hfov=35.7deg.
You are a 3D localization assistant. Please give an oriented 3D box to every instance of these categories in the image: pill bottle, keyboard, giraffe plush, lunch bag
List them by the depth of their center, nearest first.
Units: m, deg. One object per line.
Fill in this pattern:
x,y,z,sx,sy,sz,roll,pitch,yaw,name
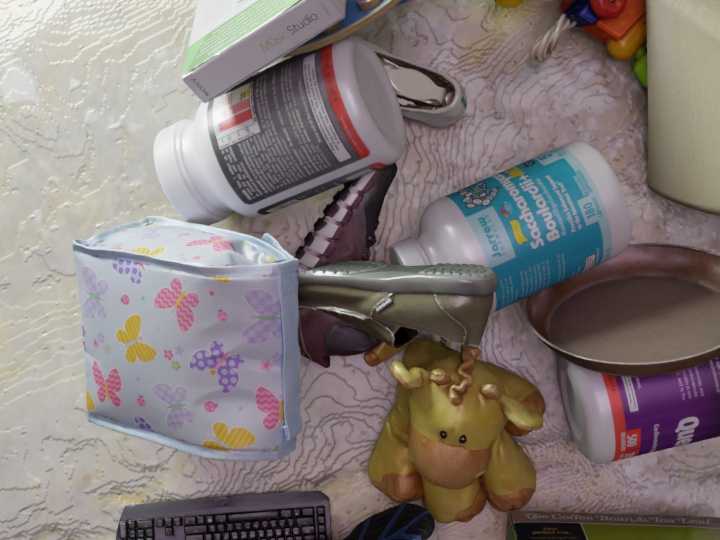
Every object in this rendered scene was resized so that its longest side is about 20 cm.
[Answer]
-0.129,0.055,0.928,0.199,0.127,0.171,10,110,34,lunch bag
0.085,0.126,0.960,0.171,0.162,0.202,-10,89,-1,giraffe plush
-0.071,-0.114,0.963,0.199,0.116,0.117,-20,89,20,pill bottle
0.128,-0.028,0.984,0.199,0.111,0.112,-24,89,-9,pill bottle
0.283,0.097,0.992,0.198,0.112,0.113,-13,89,-1,pill bottle
-0.123,0.272,1.023,0.198,0.021,0.128,-4,88,-1,keyboard

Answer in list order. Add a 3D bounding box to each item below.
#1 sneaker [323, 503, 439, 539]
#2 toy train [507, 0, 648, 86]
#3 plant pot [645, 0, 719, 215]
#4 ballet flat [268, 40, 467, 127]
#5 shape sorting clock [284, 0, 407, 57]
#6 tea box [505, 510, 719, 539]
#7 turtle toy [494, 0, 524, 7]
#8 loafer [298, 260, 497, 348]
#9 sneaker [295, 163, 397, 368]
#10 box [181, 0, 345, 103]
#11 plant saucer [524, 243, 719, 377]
-0.017,0.279,0.981,0.199,0.076,0.077,-21,115,8,sneaker
0.237,-0.212,1.022,0.116,0.085,0.200,44,88,-13,toy train
0.364,-0.141,0.936,0.198,0.177,0.202,-8,115,-2,plant pot
0.003,-0.179,1.017,0.198,0.069,0.070,14,88,-1,ballet flat
-0.023,-0.251,0.967,0.199,0.200,0.039,-32,122,-2,shape sorting clock
0.228,0.306,0.931,0.198,0.197,0.135,2,108,-1,tea box
0.138,-0.345,0.999,0.200,0.146,0.101,-46,56,-3,turtle toy
0.016,0.031,0.913,0.199,0.075,0.070,2,98,32,loafer
0.000,0.000,1.016,0.115,0.076,0.201,35,97,-7,sneaker
-0.076,-0.240,0.941,0.144,0.201,0.036,-26,126,24,box
0.243,0.036,0.966,0.198,0.201,0.032,-14,117,-2,plant saucer
